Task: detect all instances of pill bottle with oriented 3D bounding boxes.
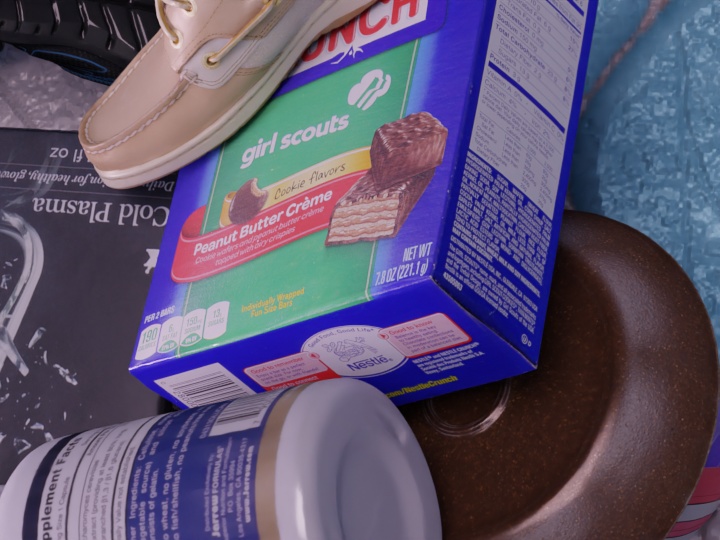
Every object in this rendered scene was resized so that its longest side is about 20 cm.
[{"bbox_3d":[-0.077,0.114,0.980,0.199,0.111,0.112,-13,71,28],"label":"pill bottle"}]

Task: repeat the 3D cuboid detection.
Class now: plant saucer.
[{"bbox_3d":[0.051,0.056,1.024,0.199,0.037,0.201,-16,57,26],"label":"plant saucer"}]

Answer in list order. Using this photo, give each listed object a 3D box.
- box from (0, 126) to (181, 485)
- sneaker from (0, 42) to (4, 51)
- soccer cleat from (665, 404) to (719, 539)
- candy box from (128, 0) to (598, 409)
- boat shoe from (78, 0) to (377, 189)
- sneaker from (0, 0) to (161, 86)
[{"bbox_3d":[-0.159,0.042,1.154,0.199,0.124,0.198,3,78,17],"label":"box"},{"bbox_3d":[-0.229,-0.127,1.207,0.120,0.200,0.084,-10,115,3],"label":"sneaker"},{"bbox_3d":[0.080,0.114,1.086,0.199,0.076,0.067,-29,69,7],"label":"soccer cleat"},{"bbox_3d":[0.003,-0.042,1.040,0.168,0.077,0.201,-17,47,37],"label":"candy box"},{"bbox_3d":[-0.054,-0.118,1.044,0.200,0.069,0.074,-41,36,13],"label":"boat shoe"},{"bbox_3d":[-0.157,-0.128,1.177,0.199,0.082,0.074,24,69,-16],"label":"sneaker"}]
